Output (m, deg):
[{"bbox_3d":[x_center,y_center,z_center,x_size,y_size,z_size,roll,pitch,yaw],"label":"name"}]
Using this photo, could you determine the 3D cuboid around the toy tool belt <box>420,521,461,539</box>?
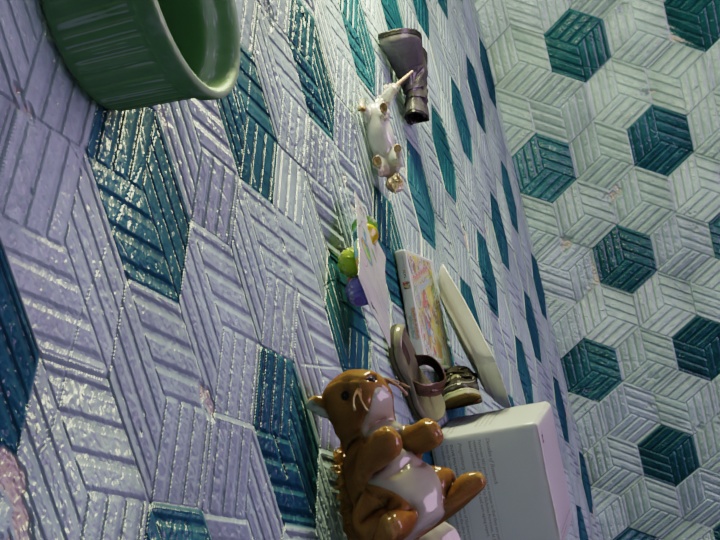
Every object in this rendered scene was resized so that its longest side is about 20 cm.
[{"bbox_3d":[0.064,0.389,1.488,0.122,0.124,0.203,-36,114,-40],"label":"toy tool belt"}]

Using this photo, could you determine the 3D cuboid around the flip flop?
[{"bbox_3d":[0.091,0.149,1.846,0.082,0.057,0.201,-87,159,-45],"label":"flip flop"}]

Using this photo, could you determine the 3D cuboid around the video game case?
[{"bbox_3d":[0.102,0.067,2.023,0.200,0.023,0.185,16,63,-74],"label":"video game case"}]

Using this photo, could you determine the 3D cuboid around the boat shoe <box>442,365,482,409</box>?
[{"bbox_3d":[0.156,0.186,2.059,0.200,0.072,0.066,52,23,-79],"label":"boat shoe"}]

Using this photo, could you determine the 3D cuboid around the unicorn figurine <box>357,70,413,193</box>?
[{"bbox_3d":[0.035,-0.213,1.920,0.137,0.072,0.204,19,73,-84],"label":"unicorn figurine"}]

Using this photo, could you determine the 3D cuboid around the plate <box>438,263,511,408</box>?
[{"bbox_3d":[0.182,0.116,2.109,0.202,0.032,0.200,63,-1,32],"label":"plate"}]

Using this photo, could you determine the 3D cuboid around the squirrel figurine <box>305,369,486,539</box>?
[{"bbox_3d":[0.011,0.209,1.388,0.188,0.140,0.201,56,-32,18],"label":"squirrel figurine"}]

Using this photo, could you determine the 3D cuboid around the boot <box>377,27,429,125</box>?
[{"bbox_3d":[0.085,-0.329,2.198,0.200,0.069,0.134,23,61,-68],"label":"boot"}]

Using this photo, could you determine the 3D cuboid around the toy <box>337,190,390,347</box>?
[{"bbox_3d":[0.000,0.000,1.640,0.201,0.047,0.116,-87,157,-54],"label":"toy"}]

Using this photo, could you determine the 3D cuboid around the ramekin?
[{"bbox_3d":[-0.179,-0.226,1.031,0.200,0.096,0.203,-13,90,-75],"label":"ramekin"}]

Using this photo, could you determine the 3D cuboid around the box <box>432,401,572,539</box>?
[{"bbox_3d":[0.223,0.325,1.985,0.199,0.169,0.203,-12,89,-75],"label":"box"}]
